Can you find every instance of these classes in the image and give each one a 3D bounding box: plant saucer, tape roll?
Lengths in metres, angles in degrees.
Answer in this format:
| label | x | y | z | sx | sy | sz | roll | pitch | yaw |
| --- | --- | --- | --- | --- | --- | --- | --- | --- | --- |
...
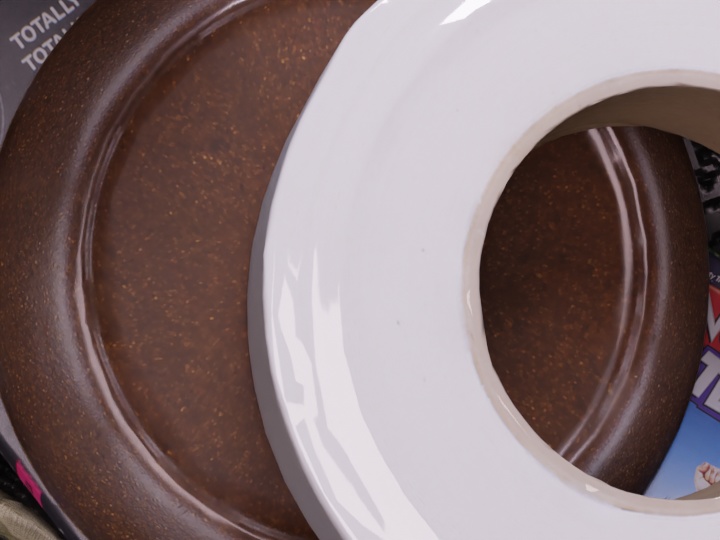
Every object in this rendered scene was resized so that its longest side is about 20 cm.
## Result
| label | x | y | z | sx | sy | sz | roll | pitch | yaw |
| --- | --- | --- | --- | --- | --- | --- | --- | --- | --- |
| plant saucer | 0.000 | 0.000 | 0.753 | 0.199 | 0.034 | 0.202 | 1 | 87 | -10 |
| tape roll | 0.072 | 0.009 | 0.706 | 0.201 | 0.071 | 0.204 | 1 | 84 | -7 |

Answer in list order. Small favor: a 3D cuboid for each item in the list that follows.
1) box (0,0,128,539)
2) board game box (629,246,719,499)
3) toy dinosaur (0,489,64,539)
| label | x | y | z | sx | sy | sz | roll | pitch | yaw |
| --- | --- | --- | --- | --- | --- | --- | --- | --- | --- |
| box | -0.067 | -0.003 | 0.813 | 0.122 | 0.106 | 0.200 | -37 | 93 | -8 |
| board game box | 0.132 | 0.081 | 0.780 | 0.200 | 0.062 | 0.200 | 36 | 87 | 30 |
| toy dinosaur | -0.143 | 0.047 | 0.851 | 0.199 | 0.088 | 0.048 | 34 | 63 | 12 |
